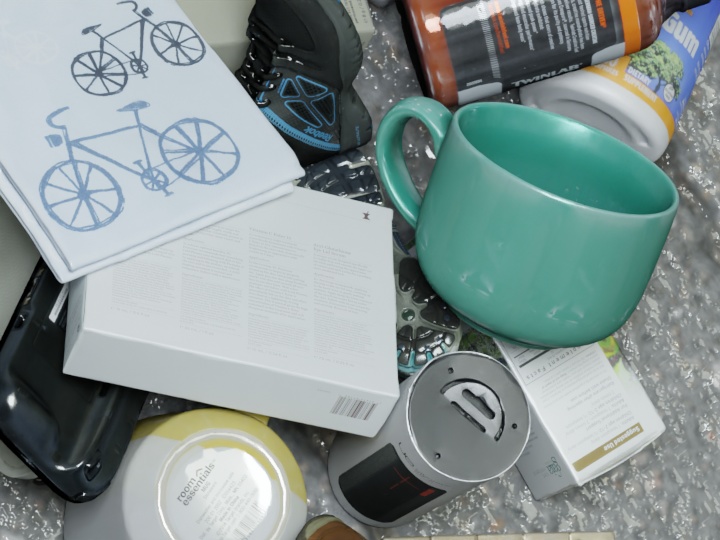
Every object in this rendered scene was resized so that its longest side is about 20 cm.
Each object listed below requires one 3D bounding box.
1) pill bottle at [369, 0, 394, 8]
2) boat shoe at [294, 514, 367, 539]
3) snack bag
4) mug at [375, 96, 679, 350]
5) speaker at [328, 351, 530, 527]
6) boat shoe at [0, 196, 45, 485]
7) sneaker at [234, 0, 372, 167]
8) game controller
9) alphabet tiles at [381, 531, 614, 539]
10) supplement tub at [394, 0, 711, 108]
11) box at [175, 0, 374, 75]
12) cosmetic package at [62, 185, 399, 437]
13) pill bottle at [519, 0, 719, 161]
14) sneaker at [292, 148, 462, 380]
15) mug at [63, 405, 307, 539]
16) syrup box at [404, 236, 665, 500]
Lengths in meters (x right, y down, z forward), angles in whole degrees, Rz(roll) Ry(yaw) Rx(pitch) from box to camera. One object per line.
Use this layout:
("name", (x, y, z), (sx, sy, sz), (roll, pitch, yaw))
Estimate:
("pill bottle", (-0.012, -0.289, 1.618), (0.114, 0.114, 0.200), (-43, 91, -20))
("boat shoe", (0.005, 0.201, 1.461), (0.073, 0.200, 0.076), (20, 85, 20))
("snack bag", (-0.159, -0.100, 1.442), (0.188, 0.021, 0.201), (-25, 70, -36))
("mug", (0.103, -0.029, 1.497), (0.151, 0.185, 0.115), (3, 118, -33))
("speaker", (0.041, 0.109, 1.492), (0.080, 0.200, 0.082), (4, 76, -15))
("boat shoe", (-0.198, 0.038, 1.495), (0.060, 0.073, 0.202), (23, 52, -52))
("sneaker", (-0.044, -0.127, 1.494), (0.082, 0.201, 0.073), (-29, 55, -10))
("game controller", (-0.168, 0.045, 1.448), (0.104, 0.042, 0.201), (41, 40, -21))
("alphabet tiles", (0.099, 0.276, 1.573), (0.166, 0.008, 0.202), (0, 77, -16))
("supplement tub", (0.126, -0.180, 1.543), (0.198, 0.107, 0.108), (-16, 81, 0))
("box", (-0.098, -0.158, 1.565), (0.198, 0.082, 0.069), (-6, 65, -25))
("cosmetic package", (-0.077, 0.010, 1.444), (0.198, 0.052, 0.152), (13, 50, -16))
("pill bottle", (0.197, -0.184, 1.655), (0.111, 0.112, 0.201), (28, 72, -8))
("sneaker", (0.000, 0.000, 1.579), (0.077, 0.086, 0.201), (-28, 63, -6))
("mug", (-0.104, 0.134, 1.471), (0.148, 0.153, 0.188), (-6, 78, -16))
("syrup box", (0.113, 0.047, 1.593), (0.081, 0.079, 0.201), (-30, 86, -21))
